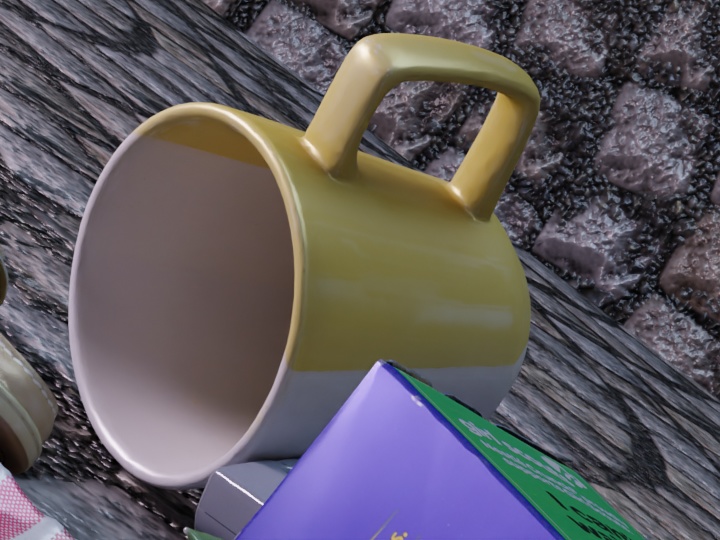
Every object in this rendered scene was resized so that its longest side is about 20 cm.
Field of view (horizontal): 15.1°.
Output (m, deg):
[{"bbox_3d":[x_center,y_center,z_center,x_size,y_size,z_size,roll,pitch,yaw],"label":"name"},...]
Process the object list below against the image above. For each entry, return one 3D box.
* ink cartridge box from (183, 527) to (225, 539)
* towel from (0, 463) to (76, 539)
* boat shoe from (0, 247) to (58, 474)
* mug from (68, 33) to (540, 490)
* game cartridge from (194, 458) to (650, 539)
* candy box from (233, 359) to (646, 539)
[{"bbox_3d":[0.006,0.143,0.766,0.104,0.059,0.200,52,10,27],"label":"ink cartridge box"},{"bbox_3d":[-0.102,0.096,0.800,0.200,0.030,0.146,38,8,12],"label":"towel"},{"bbox_3d":[-0.157,-0.003,0.946,0.200,0.065,0.072,38,-25,41],"label":"boat shoe"},{"bbox_3d":[-0.002,0.010,1.083,0.153,0.186,0.150,7,67,-40],"label":"mug"},{"bbox_3d":[0.041,0.112,1.024,0.200,0.041,0.133,9,19,-42],"label":"game cartridge"},{"bbox_3d":[0.020,0.139,0.534,0.077,0.169,0.200,34,7,-41],"label":"candy box"}]
